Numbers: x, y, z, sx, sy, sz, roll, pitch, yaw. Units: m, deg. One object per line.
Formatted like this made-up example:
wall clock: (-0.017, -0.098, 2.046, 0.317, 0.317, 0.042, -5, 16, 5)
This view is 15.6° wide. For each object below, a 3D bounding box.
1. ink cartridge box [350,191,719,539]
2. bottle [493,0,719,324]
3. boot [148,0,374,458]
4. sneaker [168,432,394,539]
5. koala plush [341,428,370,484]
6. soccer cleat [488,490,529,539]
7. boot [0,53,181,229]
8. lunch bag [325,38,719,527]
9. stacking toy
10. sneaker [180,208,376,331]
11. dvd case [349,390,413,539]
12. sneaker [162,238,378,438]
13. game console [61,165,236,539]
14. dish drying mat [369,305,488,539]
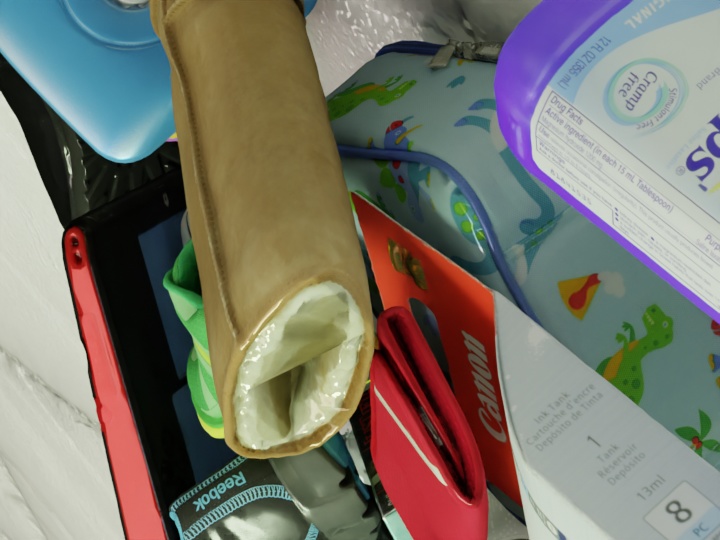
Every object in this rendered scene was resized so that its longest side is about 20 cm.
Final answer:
ink cartridge box: (0.061, 0.082, 0.898, 0.200, 0.047, 0.160, 39, 160, 31)
bottle: (0.129, -0.016, 0.751, 0.200, 0.083, 0.065, 42, 159, 30)
boot: (-0.028, -0.067, 0.884, 0.175, 0.066, 0.200, 98, 165, -51)
sneaker: (-0.019, 0.132, 1.162, 0.200, 0.082, 0.073, 59, -177, -48)
koala plush: (-0.022, 0.183, 1.369, 0.200, 0.177, 0.184, 60, 180, -35)
soccer cleat: (0.104, 0.158, 1.137, 0.200, 0.086, 0.070, 58, 161, -20)
boot: (-0.158, -0.102, 1.278, 0.158, 0.079, 0.212, 32, 147, 36)
lunch bag: (0.062, 0.011, 0.966, 0.200, 0.082, 0.161, 59, 160, -21)
stacking toy: (-0.080, -0.093, 1.112, 0.110, 0.116, 0.200, 47, 175, 13)
sneaker: (0.000, 0.000, 1.134, 0.200, 0.073, 0.071, 28, 143, 32)
dvd case: (0.028, 0.106, 1.201, 0.146, 0.022, 0.200, 62, -178, -30)
sneaker: (-0.035, 0.018, 1.039, 0.084, 0.074, 0.200, 65, 167, 1)
game console: (-0.074, 0.046, 1.200, 0.200, 0.031, 0.178, -39, -61, -72)
dish drying mat: (0.024, 0.073, 0.960, 0.077, 0.018, 0.200, 61, 172, 15)
